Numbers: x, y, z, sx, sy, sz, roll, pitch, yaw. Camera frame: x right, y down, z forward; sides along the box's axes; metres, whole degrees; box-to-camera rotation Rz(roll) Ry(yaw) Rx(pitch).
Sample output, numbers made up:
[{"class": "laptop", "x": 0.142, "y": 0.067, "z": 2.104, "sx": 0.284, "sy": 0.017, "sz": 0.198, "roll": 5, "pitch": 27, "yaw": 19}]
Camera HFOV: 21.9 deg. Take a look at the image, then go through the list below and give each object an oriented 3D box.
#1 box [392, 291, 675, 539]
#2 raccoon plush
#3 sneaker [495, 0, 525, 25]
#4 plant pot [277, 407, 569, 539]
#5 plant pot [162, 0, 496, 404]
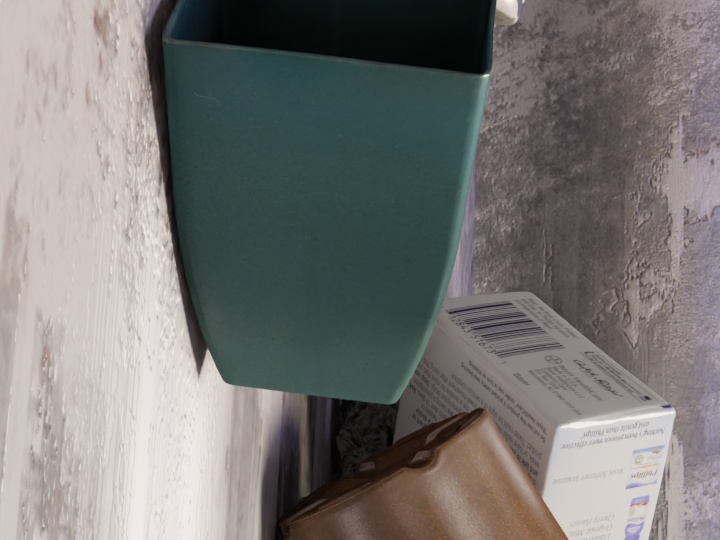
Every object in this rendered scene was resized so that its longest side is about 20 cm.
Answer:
[{"class": "box", "x": 0.112, "y": 0.146, "z": 1.317, "sx": 0.184, "sy": 0.104, "sz": 0.201, "roll": 42, "pitch": -50, "yaw": 50}, {"class": "raccoon plush", "x": 0.027, "y": 0.114, "z": 1.484, "sx": 0.134, "sy": 0.096, "sz": 0.202, "roll": 98, "pitch": -6, "yaw": -79}, {"class": "sneaker", "x": 0.076, "y": -0.264, "z": 1.429, "sx": 0.199, "sy": 0.079, "sz": 0.130, "roll": 19, "pitch": -94, "yaw": 64}, {"class": "plant pot", "x": 0.057, "y": 0.207, "z": 1.153, "sx": 0.199, "sy": 0.199, "sz": 0.200, "roll": 61, "pitch": 8, "yaw": -1}, {"class": "plant pot", "x": -0.015, "y": -0.045, "z": 0.888, "sx": 0.142, "sy": 0.140, "sz": 0.201, "roll": -79, "pitch": 175, "yaw": -56}]
